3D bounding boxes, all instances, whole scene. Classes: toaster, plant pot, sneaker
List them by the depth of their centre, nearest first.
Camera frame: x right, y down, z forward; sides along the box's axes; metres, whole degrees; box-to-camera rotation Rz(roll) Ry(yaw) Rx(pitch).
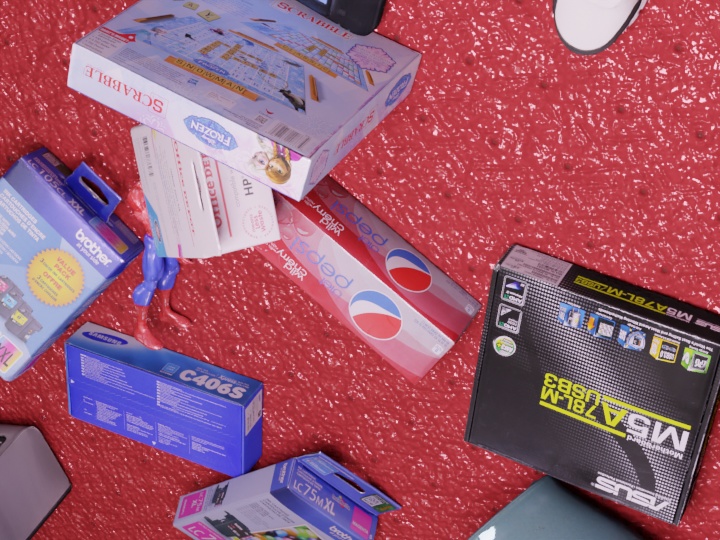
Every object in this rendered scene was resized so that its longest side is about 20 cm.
[{"bbox_3d":[0.171,-0.230,1.101,0.074,0.080,0.200,25,131,12],"label":"sneaker"},{"bbox_3d":[0.174,0.285,1.377,0.188,0.200,0.200,49,133,13],"label":"plant pot"},{"bbox_3d":[-0.436,0.246,1.686,0.181,0.200,0.119,1,125,30],"label":"toaster"}]

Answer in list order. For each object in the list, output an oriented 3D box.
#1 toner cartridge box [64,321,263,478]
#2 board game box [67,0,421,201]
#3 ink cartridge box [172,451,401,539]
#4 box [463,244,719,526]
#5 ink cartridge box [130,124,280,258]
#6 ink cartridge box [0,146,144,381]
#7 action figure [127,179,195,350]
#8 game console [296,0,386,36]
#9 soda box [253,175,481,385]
[{"bbox_3d":[-0.191,0.126,1.567,0.200,0.043,0.095,18,126,19],"label":"toner cartridge box"},{"bbox_3d":[-0.083,-0.152,1.217,0.200,0.200,0.041,27,128,13],"label":"board game box"},{"bbox_3d":[-0.072,0.238,1.550,0.200,0.042,0.119,-25,129,37],"label":"ink cartridge box"},{"bbox_3d":[0.193,0.095,1.323,0.200,0.048,0.193,21,126,18],"label":"box"},{"bbox_3d":[-0.122,-0.072,1.295,0.200,0.068,0.115,-177,74,-69],"label":"ink cartridge box"},{"bbox_3d":[-0.297,-0.017,1.481,0.136,0.076,0.200,44,103,-3],"label":"ink cartridge box"},{"bbox_3d":[-0.158,-0.015,1.442,0.099,0.065,0.200,20,129,26],"label":"action figure"},{"bbox_3d":[-0.080,-0.256,1.180,0.200,0.116,0.176,32,142,12],"label":"game console"},{"bbox_3d":[0.000,0.000,1.360,0.200,0.063,0.070,40,131,1],"label":"soda box"}]
